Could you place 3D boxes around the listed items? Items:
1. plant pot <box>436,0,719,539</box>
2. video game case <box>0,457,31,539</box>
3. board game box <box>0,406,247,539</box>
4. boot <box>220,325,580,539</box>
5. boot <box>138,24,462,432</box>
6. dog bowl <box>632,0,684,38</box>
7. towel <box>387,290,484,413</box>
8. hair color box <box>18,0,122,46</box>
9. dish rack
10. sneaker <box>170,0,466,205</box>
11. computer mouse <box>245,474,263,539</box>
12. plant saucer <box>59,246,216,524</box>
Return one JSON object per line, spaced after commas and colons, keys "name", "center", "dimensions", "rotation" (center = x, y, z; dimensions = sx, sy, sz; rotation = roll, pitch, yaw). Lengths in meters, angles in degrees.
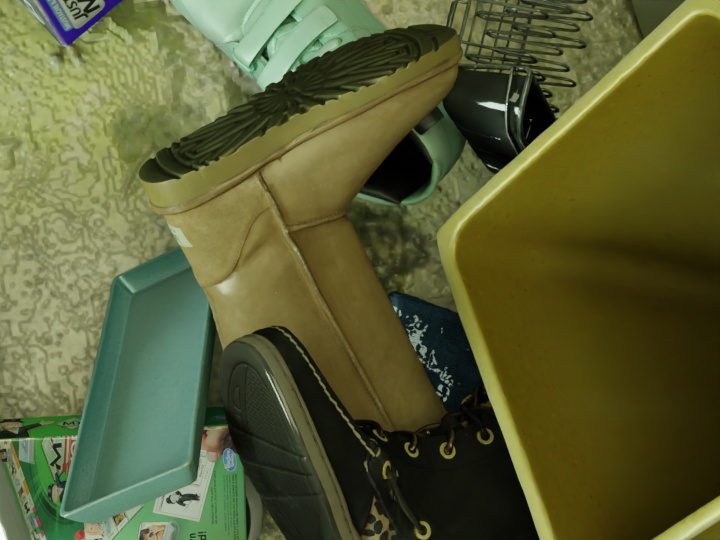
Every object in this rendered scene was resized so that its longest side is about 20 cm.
{"name": "plant pot", "center": [0.189, 0.021, 0.736], "dimensions": [0.199, 0.194, 0.197], "rotation": [7, 53, -41]}
{"name": "video game case", "center": [-0.277, 0.083, 0.802], "dimensions": [0.199, 0.022, 0.184], "rotation": [-21, 88, 20]}
{"name": "board game box", "center": [-0.124, 0.172, 0.830], "dimensions": [0.133, 0.029, 0.202], "rotation": [-2, 105, -8]}
{"name": "boot", "center": [0.032, 0.084, 0.767], "dimensions": [0.150, 0.073, 0.201], "rotation": [-36, 108, -25]}
{"name": "boot", "center": [0.000, 0.000, 0.796], "dimensions": [0.174, 0.066, 0.201], "rotation": [-27, 117, -5]}
{"name": "dog bowl", "center": [0.221, -0.135, 0.854], "dimensions": [0.078, 0.200, 0.201], "rotation": [-26, 90, -8]}
{"name": "towel", "center": [0.034, 0.118, 0.881], "dimensions": [0.111, 0.049, 0.202], "rotation": [18, 83, -8]}
{"name": "hair color box", "center": [-0.121, -0.226, 0.857], "dimensions": [0.200, 0.065, 0.109], "rotation": [-43, 62, -8]}
{"name": "dish rack", "center": [0.096, -0.152, 0.865], "dimensions": [0.054, 0.153, 0.202], "rotation": [11, 82, 16]}
{"name": "sneaker", "center": [-0.029, -0.112, 0.848], "dimensions": [0.200, 0.118, 0.074], "rotation": [34, 113, -5]}
{"name": "computer mouse", "center": [-0.151, 0.125, 0.851], "dimensions": [0.198, 0.044, 0.111], "rotation": [6, 102, -11]}
{"name": "plant saucer", "center": [-0.102, 0.049, 0.799], "dimensions": [0.069, 0.201, 0.019], "rotation": [-24, 119, 14]}
